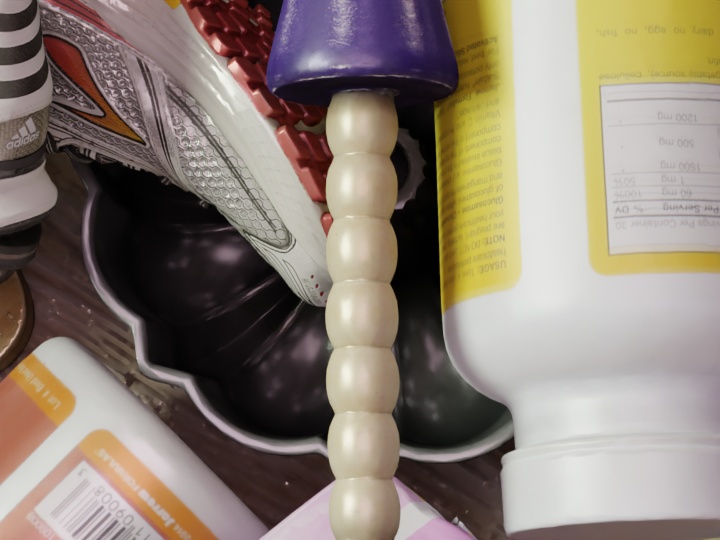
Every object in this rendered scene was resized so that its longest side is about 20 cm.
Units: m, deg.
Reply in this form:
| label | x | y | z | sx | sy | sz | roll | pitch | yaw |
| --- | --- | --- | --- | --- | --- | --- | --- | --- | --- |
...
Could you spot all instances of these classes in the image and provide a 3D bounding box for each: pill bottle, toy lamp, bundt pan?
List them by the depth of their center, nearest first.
| label | x | y | z | sx | sy | sz | roll | pitch | yaw |
| --- | --- | --- | --- | --- | --- | --- | --- | --- | --- |
| toy lamp | 0.000 | 0.000 | 0.704 | 0.058 | 0.058 | 0.200 | 1 | 84 | 2 |
| pill bottle | 0.079 | -0.021 | 0.738 | 0.112 | 0.112 | 0.200 | -2 | 79 | 1 |
| pill bottle | -0.129 | 0.126 | 0.792 | 0.200 | 0.112 | 0.112 | -45 | 81 | -6 |
| bundt pan | 0.006 | -0.026 | 0.836 | 0.202 | 0.076 | 0.202 | 0 | 78 | 2 |

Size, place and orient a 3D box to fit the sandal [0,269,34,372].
| label | x | y | z | sx | sy | sz | roll | pitch | yaw |
| --- | --- | --- | --- | --- | --- | --- | --- | --- | --- |
| sandal | -0.200 | -0.045 | 0.850 | 0.212 | 0.070 | 0.078 | 41 | 82 | 9 |

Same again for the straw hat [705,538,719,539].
| label | x | y | z | sx | sy | sz | roll | pitch | yaw |
| --- | --- | --- | --- | --- | --- | --- | --- | --- | --- |
| straw hat | 0.179 | 0.127 | 0.796 | 0.201 | 0.085 | 0.201 | 0 | 79 | 1 |

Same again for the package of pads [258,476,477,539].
| label | x | y | z | sx | sy | sz | roll | pitch | yaw |
| --- | --- | --- | --- | --- | --- | --- | --- | --- | --- |
| package of pads | -0.043 | 0.159 | 0.755 | 0.200 | 0.121 | 0.076 | -37 | 55 | -19 |

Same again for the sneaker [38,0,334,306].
| label | x | y | z | sx | sy | sz | roll | pitch | yaw |
| --- | --- | --- | --- | --- | --- | --- | --- | --- | --- |
| sneaker | -0.071 | -0.061 | 0.780 | 0.200 | 0.078 | 0.082 | 46 | 107 | 7 |

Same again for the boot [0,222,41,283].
| label | x | y | z | sx | sy | sz | roll | pitch | yaw |
| --- | --- | --- | --- | --- | --- | --- | --- | --- | --- |
| boot | -0.208 | 0.033 | 0.815 | 0.200 | 0.069 | 0.174 | 12 | 110 | 8 |

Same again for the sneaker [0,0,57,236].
| label | x | y | z | sx | sy | sz | roll | pitch | yaw |
| --- | --- | --- | --- | --- | --- | --- | --- | --- | --- |
| sneaker | -0.169 | -0.094 | 0.749 | 0.200 | 0.076 | 0.115 | 21 | 118 | 28 |
